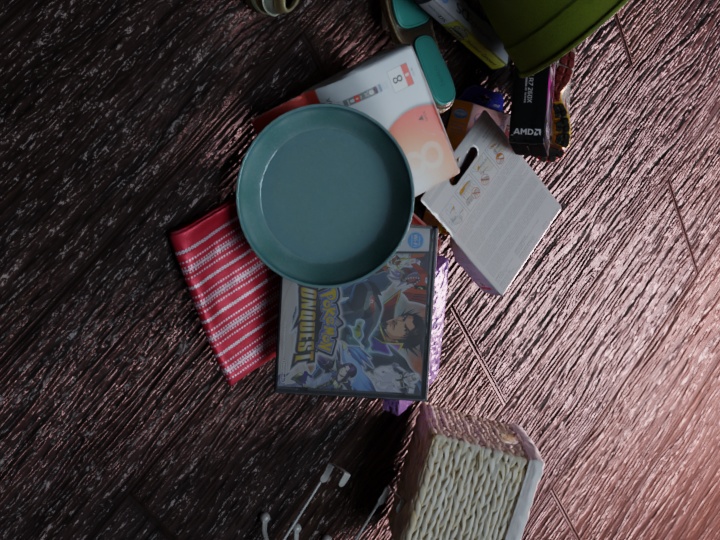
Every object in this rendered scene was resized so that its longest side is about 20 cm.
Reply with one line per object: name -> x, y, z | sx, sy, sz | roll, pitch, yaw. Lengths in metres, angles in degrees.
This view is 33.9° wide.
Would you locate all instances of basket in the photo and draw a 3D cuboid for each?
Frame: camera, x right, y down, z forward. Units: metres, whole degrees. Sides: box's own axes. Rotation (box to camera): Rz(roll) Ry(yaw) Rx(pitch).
basket -> 0.138, 0.309, 1.623 | 0.159, 0.198, 0.203 | 15, 97, -3

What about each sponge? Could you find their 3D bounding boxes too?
sponge -> 0.073, 0.086, 1.576 | 0.111, 0.030, 0.202 | -39, 141, -43

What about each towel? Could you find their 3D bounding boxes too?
towel -> -0.128, 0.012, 1.353 | 0.144, 0.022, 0.202 | -31, 115, -28

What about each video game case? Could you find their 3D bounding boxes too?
video game case -> -0.005, 0.045, 1.355 | 0.178, 0.026, 0.203 | 3, 95, -1
video game case -> 0.136, -0.376, 1.444 | 0.180, 0.025, 0.203 | 28, 64, -48

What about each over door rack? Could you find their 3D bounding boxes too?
over door rack -> -0.054, 0.336, 1.542 | 0.200, 0.067, 0.147 | -49, 138, 8

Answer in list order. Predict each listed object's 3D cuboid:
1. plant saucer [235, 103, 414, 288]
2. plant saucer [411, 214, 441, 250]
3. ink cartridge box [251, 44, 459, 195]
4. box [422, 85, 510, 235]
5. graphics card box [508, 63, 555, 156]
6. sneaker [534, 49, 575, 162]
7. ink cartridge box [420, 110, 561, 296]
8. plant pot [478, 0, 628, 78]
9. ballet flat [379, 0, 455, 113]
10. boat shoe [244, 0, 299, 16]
plant saucer -> -0.039, -0.083, 1.312 | 0.036, 0.197, 0.203 | -98, -155, -86
plant saucer -> 0.000, 0.000, 1.502 | 0.200, 0.036, 0.201 | 38, 77, -46
ink cartridge box -> -0.003, -0.144, 1.350 | 0.198, 0.050, 0.164 | -29, 110, -13
box -> 0.157, -0.145, 1.606 | 0.118, 0.041, 0.203 | 6, 103, -47
graphics card box -> 0.225, -0.254, 1.520 | 0.125, 0.050, 0.203 | 15, 81, -79
sneaker -> 0.259, -0.254, 1.656 | 0.082, 0.077, 0.203 | -39, 132, -81
ink cartridge box -> 0.168, -0.089, 1.595 | 0.200, 0.050, 0.163 | 45, 72, -28
plant pot -> 0.200, -0.361, 1.342 | 0.193, 0.200, 0.200 | 49, 66, -11
ballet flat -> 0.056, -0.282, 1.419 | 0.070, 0.065, 0.203 | -15, 91, -35
boat shoe -> -0.053, -0.365, 1.274 | 0.071, 0.076, 0.202 | 23, 88, -47
